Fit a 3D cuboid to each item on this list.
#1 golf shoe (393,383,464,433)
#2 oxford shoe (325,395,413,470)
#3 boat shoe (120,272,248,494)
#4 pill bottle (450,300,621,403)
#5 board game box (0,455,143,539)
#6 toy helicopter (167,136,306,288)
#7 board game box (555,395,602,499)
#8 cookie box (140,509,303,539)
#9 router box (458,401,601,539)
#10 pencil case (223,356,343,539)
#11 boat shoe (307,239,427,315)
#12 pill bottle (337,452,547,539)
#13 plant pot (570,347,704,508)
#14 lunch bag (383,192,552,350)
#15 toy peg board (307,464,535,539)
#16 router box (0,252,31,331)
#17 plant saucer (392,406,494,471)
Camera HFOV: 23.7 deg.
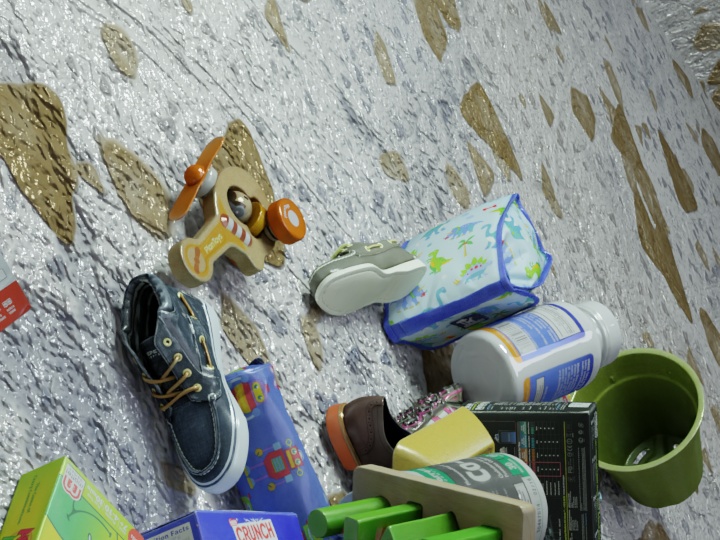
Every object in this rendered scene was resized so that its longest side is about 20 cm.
[{"bbox_3d":[0.085,0.188,1.926,0.092,0.072,0.200,68,23,1],"label":"golf shoe"},{"bbox_3d":[0.039,0.218,1.795,0.200,0.072,0.071,59,23,-24],"label":"oxford shoe"},{"bbox_3d":[-0.162,0.098,1.504,0.091,0.071,0.201,33,32,-49],"label":"boat shoe"},{"bbox_3d":[0.214,0.101,2.035,0.200,0.112,0.112,-17,83,-38],"label":"pill bottle"},{"bbox_3d":[-0.225,0.243,1.249,0.102,0.048,0.200,53,26,-28],"label":"board game box"},{"bbox_3d":[-0.140,-0.047,1.675,0.132,0.079,0.200,59,28,-13],"label":"toy helicopter"},{"bbox_3d":[0.209,0.203,2.135,0.105,0.103,0.200,24,46,-56],"label":"board game box"},{"bbox_3d":[-0.095,0.306,1.428,0.171,0.075,0.200,17,53,-61],"label":"cookie box"},{"bbox_3d":[0.190,0.247,1.913,0.062,0.149,0.201,-24,113,-73],"label":"router box"},{"bbox_3d":[-0.083,0.182,1.573,0.078,0.087,0.200,-21,85,-23],"label":"pencil case"},{"bbox_3d":[-0.002,0.002,1.932,0.060,0.072,0.202,46,27,21],"label":"boat shoe"},{"bbox_3d":[0.076,0.242,1.638,0.200,0.113,0.113,-5,71,-44],"label":"pill bottle"},{"bbox_3d":[0.412,0.246,2.460,0.190,0.200,0.200,59,20,-48],"label":"plant pot"},{"bbox_3d":[0.126,0.012,2.061,0.128,0.170,0.200,60,23,-10],"label":"lunch bag"},{"bbox_3d":[0.039,0.285,1.465,0.098,0.200,0.200,-3,97,-45],"label":"toy peg board"},{"bbox_3d":[-0.344,-0.007,1.235,0.180,0.049,0.200,61,24,-10],"label":"router box"},{"bbox_3d":[0.095,0.260,1.802,0.200,0.048,0.201,-17,108,-63],"label":"plant saucer"}]
